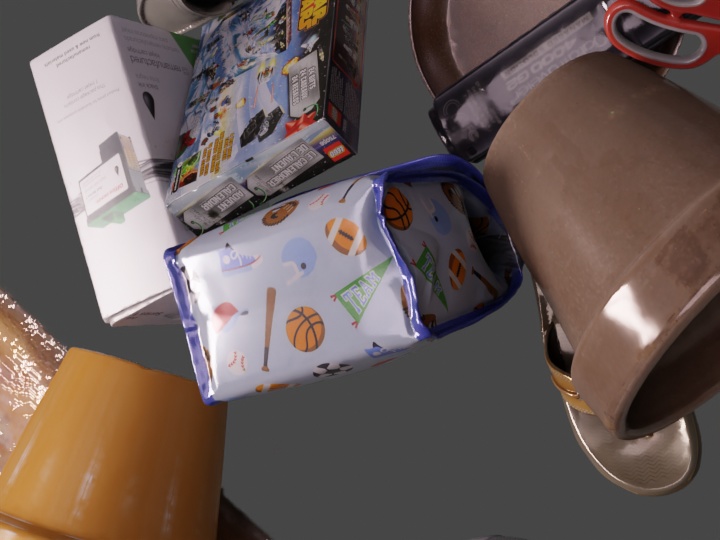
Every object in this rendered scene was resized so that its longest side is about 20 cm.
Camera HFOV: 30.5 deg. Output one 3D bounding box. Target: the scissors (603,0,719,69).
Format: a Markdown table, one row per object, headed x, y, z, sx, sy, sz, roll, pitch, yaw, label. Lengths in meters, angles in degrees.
| x | y | z | sx | sy | sz | roll | pitch | yaw | label |
| --- | --- | --- | --- | --- | --- | --- | --- | --- | --- |
| 0.247 | -0.137 | 0.790 | 0.198 | 0.014 | 0.074 | 19 | 117 | 0 | scissors |

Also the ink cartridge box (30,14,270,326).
| x | y | z | sx | sy | sz | roll | pitch | yaw | label |
| --- | --- | --- | --- | --- | --- | --- | --- | --- | --- |
| -0.142 | -0.068 | 0.968 | 0.084 | 0.146 | 0.202 | -23 | 80 | 26 | ink cartridge box |

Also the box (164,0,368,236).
| x | y | z | sx | sy | sz | roll | pitch | yaw | label |
| --- | --- | --- | --- | --- | --- | --- | --- | --- | --- |
| -0.061 | -0.130 | 0.918 | 0.136 | 0.040 | 0.201 | -26 | 39 | 28 | box |

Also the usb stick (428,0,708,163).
| x | y | z | sx | sy | sz | roll | pitch | yaw | label |
| --- | --- | --- | --- | --- | --- | --- | --- | --- | --- |
| 0.132 | -0.138 | 0.843 | 0.199 | 0.033 | 0.056 | -33 | 83 | 25 | usb stick |

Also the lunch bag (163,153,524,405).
| x | y | z | sx | sy | sz | roll | pitch | yaw | label |
| --- | --- | --- | --- | --- | --- | --- | --- | --- | --- |
| 0.000 | 0.000 | 0.856 | 0.169 | 0.200 | 0.125 | -16 | 87 | 29 | lunch bag |

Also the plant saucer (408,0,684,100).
| x | y | z | sx | sy | sz | roll | pitch | yaw | label |
| --- | --- | --- | --- | --- | --- | --- | --- | --- | --- |
| 0.126 | -0.178 | 0.881 | 0.199 | 0.032 | 0.202 | 1 | 91 | 30 | plant saucer |

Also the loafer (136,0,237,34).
| x | y | z | sx | sy | sz | roll | pitch | yaw | label |
| --- | --- | --- | --- | --- | --- | --- | --- | --- | --- |
| -0.119 | -0.215 | 0.958 | 0.200 | 0.069 | 0.070 | -33 | 41 | 59 | loafer |

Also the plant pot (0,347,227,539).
| x | y | z | sx | sy | sz | roll | pitch | yaw | label |
| --- | --- | --- | --- | --- | --- | --- | --- | --- | --- |
| -0.182 | 0.162 | 0.978 | 0.199 | 0.200 | 0.185 | 11 | 79 | 29 | plant pot |

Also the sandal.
| x | y | z | sx | sy | sz | roll | pitch | yaw | label |
| --- | --- | --- | --- | --- | --- | --- | --- | --- | --- |
| 0.152 | 0.052 | 0.852 | 0.080 | 0.054 | 0.202 | -24 | 78 | 27 | sandal |

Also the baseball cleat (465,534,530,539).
| x | y | z | sx | sy | sz | roll | pitch | yaw | label |
| --- | --- | --- | --- | --- | --- | --- | --- | --- | --- |
| 0.119 | 0.208 | 0.843 | 0.198 | 0.106 | 0.070 | 2 | 77 | 25 | baseball cleat |

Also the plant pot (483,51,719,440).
| x | y | z | sx | sy | sz | roll | pitch | yaw | label |
| --- | --- | --- | --- | --- | --- | --- | --- | --- | --- |
| 0.165 | -0.031 | 0.766 | 0.175 | 0.200 | 0.201 | 49 | 112 | 24 | plant pot |
